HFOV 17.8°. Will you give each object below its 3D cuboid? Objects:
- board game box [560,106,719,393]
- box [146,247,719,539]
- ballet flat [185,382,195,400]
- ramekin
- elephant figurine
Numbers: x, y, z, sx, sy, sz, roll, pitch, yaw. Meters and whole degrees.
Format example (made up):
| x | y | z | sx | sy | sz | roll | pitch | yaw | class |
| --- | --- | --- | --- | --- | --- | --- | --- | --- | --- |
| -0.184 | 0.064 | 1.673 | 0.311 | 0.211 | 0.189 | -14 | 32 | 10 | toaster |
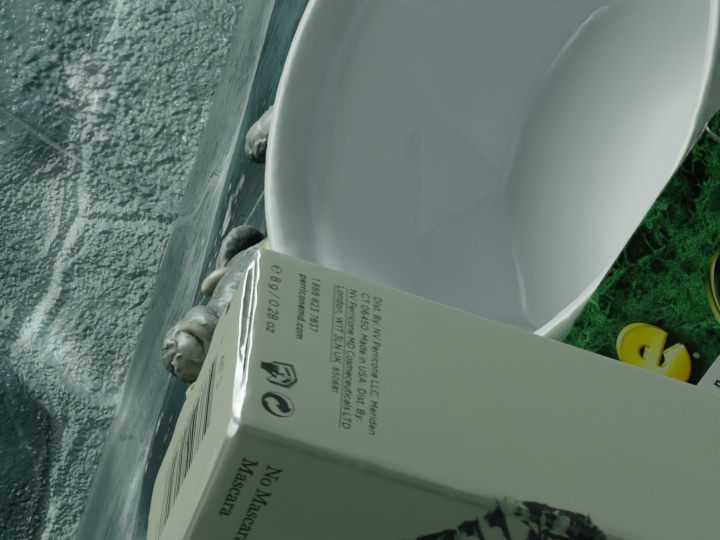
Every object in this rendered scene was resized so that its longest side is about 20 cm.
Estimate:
| x | y | z | sx | sy | sz | roll | pitch | yaw | class |
| --- | --- | --- | --- | --- | --- | --- | --- | --- | --- |
| 0.096 | 0.051 | 0.632 | 0.023 | 0.105 | 0.200 | -41 | -15 | -42 | board game box |
| 0.052 | 0.071 | 0.549 | 0.069 | 0.199 | 0.082 | -87 | 17 | -53 | box |
| -0.005 | 0.014 | 1.094 | 0.200 | 0.062 | 0.067 | -47 | 29 | -23 | ballet flat |
| 0.071 | -0.045 | 0.741 | 0.200 | 0.105 | 0.201 | -23 | 57 | 41 | ramekin |
| -0.027 | 0.008 | 1.197 | 0.141 | 0.155 | 0.201 | -22 | 41 | 59 | elephant figurine |
